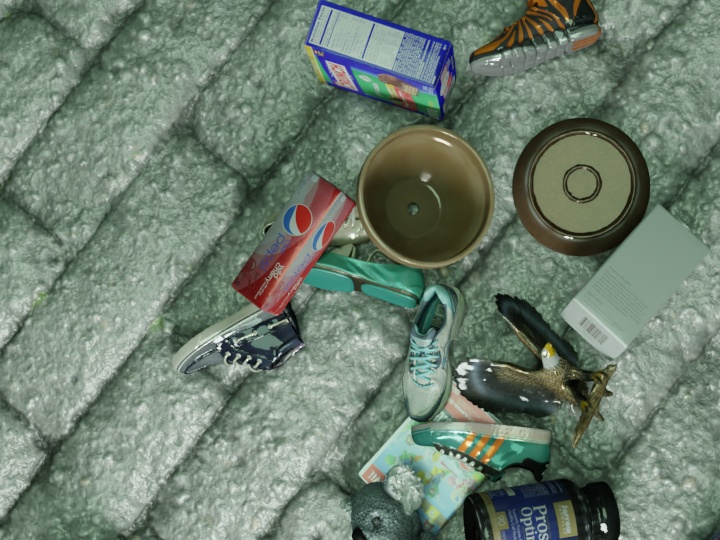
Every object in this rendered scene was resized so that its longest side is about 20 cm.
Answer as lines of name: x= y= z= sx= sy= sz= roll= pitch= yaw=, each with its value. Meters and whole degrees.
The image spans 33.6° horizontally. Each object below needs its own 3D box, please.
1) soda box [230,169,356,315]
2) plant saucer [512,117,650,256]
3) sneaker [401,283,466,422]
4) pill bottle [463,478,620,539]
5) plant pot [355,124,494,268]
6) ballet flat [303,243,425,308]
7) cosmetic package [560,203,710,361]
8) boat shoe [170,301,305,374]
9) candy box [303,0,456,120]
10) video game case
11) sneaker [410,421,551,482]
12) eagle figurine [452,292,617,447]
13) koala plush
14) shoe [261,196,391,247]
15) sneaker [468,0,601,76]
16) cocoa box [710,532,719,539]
soda box: x=-0.094 y=-0.037 z=1.684 sx=0.063 sy=0.070 sz=0.201 roll=35 pitch=91 yaw=22
plant saucer: x=0.317 y=-0.123 z=1.711 sx=0.197 sy=0.034 sz=0.203 roll=-1 pitch=85 yaw=9
sneaker: x=0.091 y=0.112 z=1.688 sx=0.077 sy=0.086 sz=0.203 roll=7 pitch=81 yaw=23
pill bottle: x=0.247 y=0.347 z=1.629 sx=0.197 sy=0.112 sz=0.113 roll=-8 pitch=84 yaw=-9
plant pot: x=0.084 y=-0.097 z=1.696 sx=0.198 sy=0.093 sz=0.204 roll=3 pitch=79 yaw=-13
ballet flat: x=0.000 y=0.000 z=1.736 sx=0.198 sy=0.068 sz=0.071 roll=13 pitch=63 yaw=9
cosmetic package: x=0.378 y=0.016 z=1.641 sx=0.102 sy=0.074 sz=0.200 roll=43 pitch=70 yaw=9
boat shoe: x=-0.175 y=0.117 z=1.736 sx=0.199 sy=0.075 sz=0.093 roll=-32 pitch=74 yaw=4
candy box: x=0.030 y=-0.296 z=1.695 sx=0.198 sy=0.169 sz=0.078 roll=21 pitch=85 yaw=10
video game case: x=0.112 y=0.268 z=1.715 sx=0.143 sy=0.017 sz=0.200 roll=42 pitch=92 yaw=9
sneaker: x=0.167 y=0.253 z=1.663 sx=0.197 sy=0.071 sz=0.081 roll=4 pitch=82 yaw=6
eagle figurine: x=0.251 y=0.135 z=1.655 sx=0.198 sy=0.151 sz=0.153 roll=22 pitch=119 yaw=30
koala plush: x=0.049 y=0.381 z=1.648 sx=0.177 sy=0.182 sz=0.202 roll=-43 pitch=66 yaw=41
shoe: x=-0.050 y=-0.068 z=1.746 sx=0.197 sy=0.053 sz=0.071 roll=-9 pitch=84 yaw=7
sneaker: x=0.241 y=-0.358 z=1.726 sx=0.198 sy=0.078 sz=0.113 roll=-17 pitch=79 yaw=-5
cocoa box: x=0.522 y=0.460 z=1.584 sx=0.133 sy=0.131 sz=0.201 roll=-40 pitch=81 yaw=3
